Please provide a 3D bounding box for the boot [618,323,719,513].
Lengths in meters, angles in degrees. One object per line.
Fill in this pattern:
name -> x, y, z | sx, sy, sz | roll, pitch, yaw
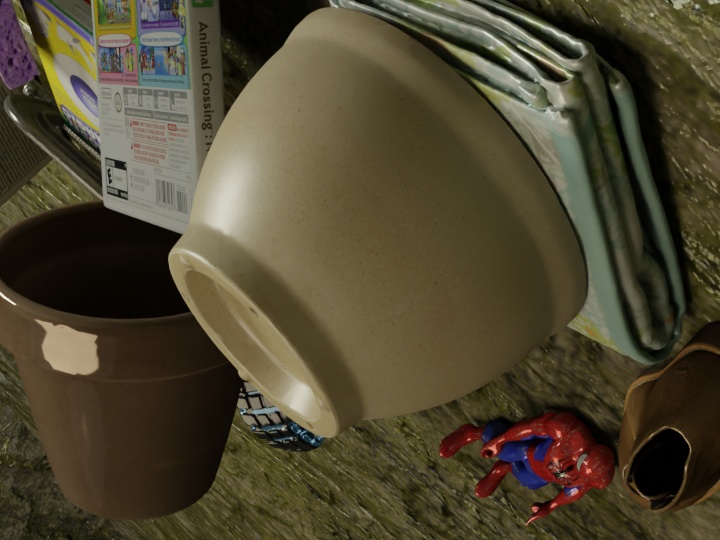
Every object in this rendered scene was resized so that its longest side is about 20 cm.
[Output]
boot -> 0.162, 0.098, 0.839 | 0.073, 0.076, 0.200 | 38, 160, 14

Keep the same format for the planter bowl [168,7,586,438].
planter bowl -> -0.008, -0.005, 0.763 | 0.200, 0.135, 0.201 | 42, 162, 17

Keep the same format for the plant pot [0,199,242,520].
plant pot -> -0.152, 0.067, 1.065 | 0.199, 0.199, 0.177 | 27, 125, 42

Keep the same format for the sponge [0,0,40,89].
sponge -> -0.281, -0.229, 1.082 | 0.201, 0.030, 0.112 | 57, 167, 32

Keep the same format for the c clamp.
c clamp -> -0.199, -0.087, 1.217 | 0.200, 0.027, 0.171 | 43, -172, 11

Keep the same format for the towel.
towel -> 0.074, -0.054, 0.768 | 0.171, 0.048, 0.201 | 33, 157, 40

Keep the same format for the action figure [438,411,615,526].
action figure -> 0.114, 0.128, 1.037 | 0.066, 0.052, 0.200 | 52, 158, -6

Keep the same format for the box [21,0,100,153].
box -> -0.173, -0.129, 1.101 | 0.117, 0.048, 0.201 | 38, 161, 23

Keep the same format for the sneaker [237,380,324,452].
sneaker -> -0.070, 0.040, 1.187 | 0.074, 0.087, 0.202 | -18, 104, 25

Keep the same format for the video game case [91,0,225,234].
video game case -> -0.118, -0.119, 0.892 | 0.200, 0.022, 0.185 | -163, 69, -65

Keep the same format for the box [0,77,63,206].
box -> -0.373, -0.106, 1.344 | 0.108, 0.200, 0.129 | 31, 156, 32
